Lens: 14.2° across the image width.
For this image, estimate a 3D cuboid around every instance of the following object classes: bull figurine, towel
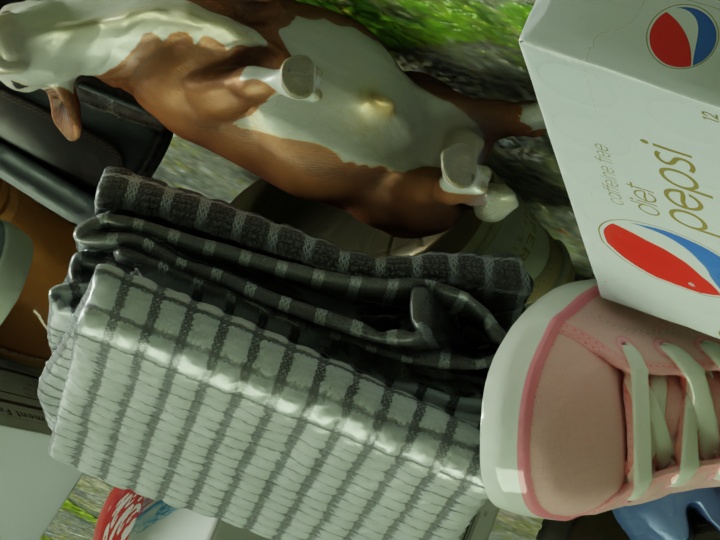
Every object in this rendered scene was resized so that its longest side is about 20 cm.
[{"bbox_3d":[-0.027,-0.063,0.967,0.200,0.065,0.121,19,168,-29],"label":"bull figurine"},{"bbox_3d":[-0.030,0.036,1.052,0.165,0.086,0.200,20,160,-1],"label":"towel"}]

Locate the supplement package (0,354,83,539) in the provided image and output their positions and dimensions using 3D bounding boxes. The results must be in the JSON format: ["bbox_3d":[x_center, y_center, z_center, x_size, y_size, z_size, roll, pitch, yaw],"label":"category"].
[{"bbox_3d":[-0.235,0.058,1.403,0.109,0.114,0.200,16,-157,-47],"label":"supplement package"}]

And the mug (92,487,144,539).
[{"bbox_3d":[-0.065,0.155,1.614,0.134,0.177,0.200,51,176,-4],"label":"mug"}]

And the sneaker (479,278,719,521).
[{"bbox_3d":[0.128,0.040,0.983,0.104,0.076,0.200,5,-170,35],"label":"sneaker"}]

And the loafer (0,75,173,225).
[{"bbox_3d":[-0.160,-0.092,1.120,0.200,0.063,0.072,34,-168,-21],"label":"loafer"}]

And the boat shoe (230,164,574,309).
[{"bbox_3d":[0.001,-0.002,1.135,0.063,0.073,0.201,37,153,-26],"label":"boat shoe"}]

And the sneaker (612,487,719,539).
[{"bbox_3d":[0.189,0.123,1.076,0.199,0.115,0.081,-3,178,-13],"label":"sneaker"}]

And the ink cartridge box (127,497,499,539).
[{"bbox_3d":[-0.027,0.131,1.368,0.147,0.200,0.086,33,162,-28],"label":"ink cartridge box"}]

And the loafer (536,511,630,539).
[{"bbox_3d":[0.143,0.179,1.517,0.071,0.073,0.200,17,163,24],"label":"loafer"}]

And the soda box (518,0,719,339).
[{"bbox_3d":[0.102,-0.043,0.868,0.068,0.064,0.200,20,163,18],"label":"soda box"}]

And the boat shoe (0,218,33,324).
[{"bbox_3d":[-0.221,0.007,1.259,0.071,0.070,0.201,33,152,-33],"label":"boat shoe"}]

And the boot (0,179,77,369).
[{"bbox_3d":[-0.170,-0.023,1.311,0.200,0.074,0.155,22,160,-4],"label":"boot"}]
